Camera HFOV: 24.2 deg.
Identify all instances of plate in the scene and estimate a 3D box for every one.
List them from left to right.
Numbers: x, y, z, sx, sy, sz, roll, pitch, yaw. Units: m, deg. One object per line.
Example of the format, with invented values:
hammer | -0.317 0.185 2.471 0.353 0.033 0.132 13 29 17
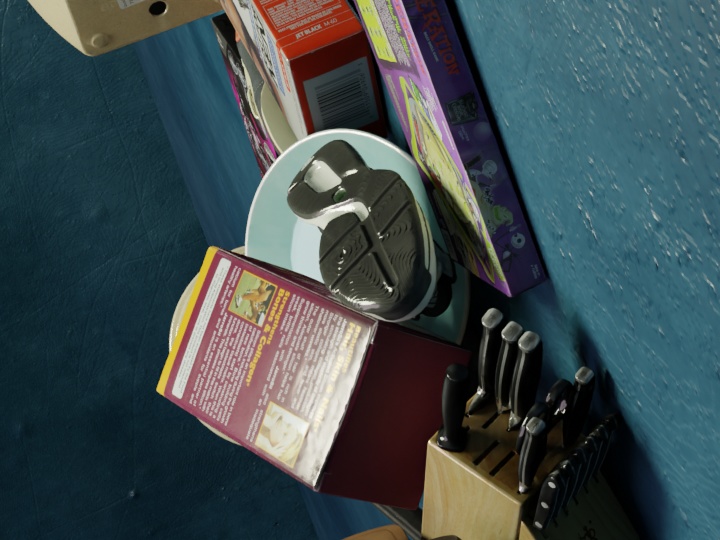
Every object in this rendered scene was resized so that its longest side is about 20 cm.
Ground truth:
plate | 0.000 0.000 1.171 0.200 0.026 0.200 10 106 38

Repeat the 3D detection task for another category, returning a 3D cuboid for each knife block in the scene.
knife block | 0.073 0.109 0.978 0.200 0.064 0.176 -12 114 57

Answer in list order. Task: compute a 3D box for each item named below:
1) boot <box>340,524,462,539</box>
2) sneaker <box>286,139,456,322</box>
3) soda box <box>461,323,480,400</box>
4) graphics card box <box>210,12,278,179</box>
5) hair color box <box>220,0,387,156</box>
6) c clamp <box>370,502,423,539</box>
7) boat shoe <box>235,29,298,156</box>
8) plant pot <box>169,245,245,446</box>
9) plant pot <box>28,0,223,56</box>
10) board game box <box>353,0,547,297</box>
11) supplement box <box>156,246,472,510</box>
boot | 0.052 0.227 1.008 0.146 0.070 0.200 53 150 -12
sneaker | 0.031 -0.006 1.038 0.115 0.076 0.201 39 -171 -27
soda box | 0.055 0.072 1.211 0.071 0.063 0.200 76 168 -48
graphics card box | -0.072 -0.130 1.528 0.125 0.051 0.200 -122 13 -49
hair color box | -0.053 -0.184 1.221 0.111 0.064 0.200 76 169 -50
c clamp | 0.057 0.153 1.140 0.200 0.027 0.171 38 155 -6
boat shoe | -0.055 -0.137 1.309 0.063 0.071 0.200 102 153 -49
plant pot | -0.069 0.063 1.522 0.183 0.200 0.201 147 100 -79
plant pot | -0.193 -0.291 1.335 0.200 0.200 0.177 78 168 -51
board game box | 0.046 -0.089 0.970 0.120 0.032 0.200 -127 15 -74
supplement box | -0.034 0.066 1.091 0.200 0.086 0.110 23 94 51
